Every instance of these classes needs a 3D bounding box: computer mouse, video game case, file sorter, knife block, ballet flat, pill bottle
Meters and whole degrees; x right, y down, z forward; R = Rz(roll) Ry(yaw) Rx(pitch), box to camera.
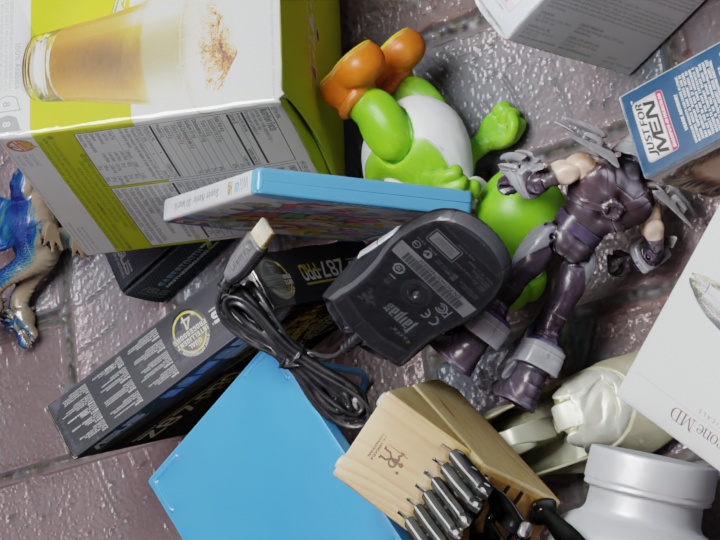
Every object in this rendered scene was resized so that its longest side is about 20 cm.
[{"bbox_3d":[0.000,0.000,1.602,0.140,0.046,0.200,39,129,-7],"label":"computer mouse"},{"bbox_3d":[-0.031,-0.041,1.654,0.200,0.142,0.018,168,107,-69],"label":"video game case"},{"bbox_3d":[-0.018,0.173,1.713,0.139,0.122,0.200,-48,57,21],"label":"file sorter"},{"bbox_3d":[0.078,0.146,1.577,0.175,0.200,0.064,37,99,11],"label":"knife block"},{"bbox_3d":[0.127,0.102,1.648,0.199,0.069,0.070,-26,67,32],"label":"ballet flat"},{"bbox_3d":[0.160,0.212,1.572,0.112,0.112,0.201,11,89,39],"label":"pill bottle"}]

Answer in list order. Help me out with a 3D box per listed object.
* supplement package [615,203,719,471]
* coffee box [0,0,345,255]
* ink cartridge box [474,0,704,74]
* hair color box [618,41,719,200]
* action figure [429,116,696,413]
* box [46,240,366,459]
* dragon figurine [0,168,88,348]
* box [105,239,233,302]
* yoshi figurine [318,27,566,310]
[{"bbox_3d":[0.265,0.023,1.520,0.117,0.117,0.201,36,105,36],"label":"supplement package"},{"bbox_3d":[-0.124,-0.148,1.749,0.196,0.200,0.201,-7,66,10],"label":"coffee box"},{"bbox_3d":[0.185,-0.212,1.597,0.200,0.162,0.057,-48,61,21],"label":"ink cartridge box"},{"bbox_3d":[0.268,-0.115,1.553,0.199,0.100,0.061,-28,66,32],"label":"hair color box"},{"bbox_3d":[0.127,-0.015,1.619,0.201,0.130,0.069,-55,13,4],"label":"action figure"},{"bbox_3d":[-0.096,0.052,1.770,0.200,0.161,0.049,-36,75,27],"label":"box"},{"bbox_3d":[-0.264,-0.044,1.985,0.099,0.059,0.201,-18,72,34],"label":"dragon figurine"},{"bbox_3d":[-0.146,-0.102,1.908,0.158,0.051,0.201,-39,61,24],"label":"box"},{"bbox_3d":[0.069,-0.073,1.694,0.112,0.112,0.200,-35,82,-8],"label":"yoshi figurine"}]
